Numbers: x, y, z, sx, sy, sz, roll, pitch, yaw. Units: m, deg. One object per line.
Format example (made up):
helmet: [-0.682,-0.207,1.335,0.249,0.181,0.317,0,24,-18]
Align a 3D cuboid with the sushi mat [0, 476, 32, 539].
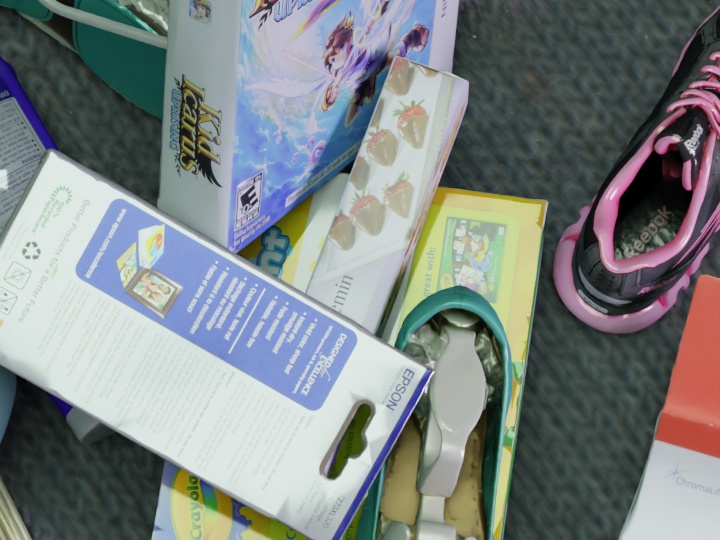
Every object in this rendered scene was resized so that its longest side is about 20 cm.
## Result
sushi mat: [-0.180,0.195,1.361,0.095,0.012,0.201,-28,77,-4]

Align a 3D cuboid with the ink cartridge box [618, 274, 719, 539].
ink cartridge box: [0.205,0.122,1.307,0.161,0.057,0.201,15,104,7]

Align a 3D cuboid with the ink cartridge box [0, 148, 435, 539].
ink cartridge box: [-0.075,0.035,1.251,0.199,0.037,0.095,30,90,1]

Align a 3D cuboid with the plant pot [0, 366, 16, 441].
plant pot: [-0.258,0.059,1.307,0.161,0.201,0.201,-36,77,-31]

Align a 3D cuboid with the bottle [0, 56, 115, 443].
bottle: [-0.166,-0.011,1.379,0.083,0.065,0.201,-31,78,-3]

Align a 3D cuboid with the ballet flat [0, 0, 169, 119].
ballet flat: [-0.136,-0.146,1.410,0.199,0.072,0.072,32,81,9]

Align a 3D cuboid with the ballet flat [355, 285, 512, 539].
ballet flat: [0.032,0.102,1.266,0.067,0.070,0.202,5,78,3]

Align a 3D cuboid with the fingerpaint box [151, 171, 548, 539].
fingerpaint box: [-0.004,0.059,1.351,0.166,0.073,0.201,7,77,4]

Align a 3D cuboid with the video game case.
video game case: [-0.017,-0.129,1.296,0.045,0.182,0.200,22,39,24]

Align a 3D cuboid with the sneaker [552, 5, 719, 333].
sneaker: [0.166,-0.063,1.359,0.079,0.095,0.201,30,79,11]

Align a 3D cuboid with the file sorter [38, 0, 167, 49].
file sorter: [-0.065,-0.215,1.343,0.138,0.125,0.200,19,49,28]

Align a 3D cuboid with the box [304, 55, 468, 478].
box: [0.000,0.000,1.306,0.038,0.041,0.201,19,78,7]
